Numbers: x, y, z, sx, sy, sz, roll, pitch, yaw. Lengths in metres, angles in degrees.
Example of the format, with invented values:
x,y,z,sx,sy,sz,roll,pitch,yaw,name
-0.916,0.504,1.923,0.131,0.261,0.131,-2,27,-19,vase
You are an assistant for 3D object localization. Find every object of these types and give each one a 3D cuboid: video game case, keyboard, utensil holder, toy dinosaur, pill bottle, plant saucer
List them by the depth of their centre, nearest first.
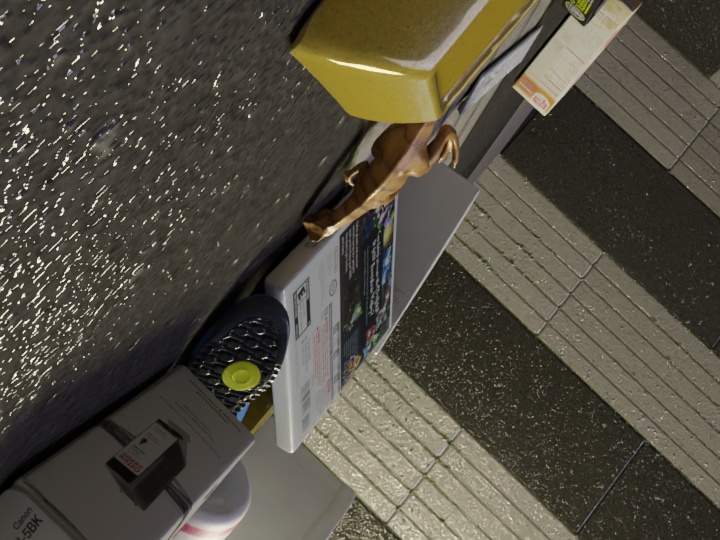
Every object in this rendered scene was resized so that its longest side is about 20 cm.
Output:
x,y,z,sx,sy,sz,roll,pitch,yaw,name
0.063,-0.149,0.433,0.201,0.048,0.200,-50,177,6,plant saucer
0.034,-0.087,0.632,0.201,0.060,0.106,-52,174,33,toy dinosaur
-0.021,0.031,0.793,0.182,0.023,0.203,-49,151,-40,video game case
-0.195,0.240,0.820,0.201,0.113,0.113,-50,176,22,pill bottle
-0.132,0.254,1.049,0.171,0.199,0.170,-48,176,-4,utensil holder
0.165,-0.235,1.052,0.200,0.011,0.056,-46,175,-48,keyboard

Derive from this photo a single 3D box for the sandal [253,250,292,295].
x,y,z,sx,sy,sz,roll,pitch,yaw,name
-0.088,0.064,0.795,0.075,0.048,0.201,-45,174,-45,sandal

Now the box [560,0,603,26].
x,y,z,sx,sy,sz,roll,pitch,yaw,name
0.320,-0.391,1.043,0.201,0.044,0.160,-49,176,2,box

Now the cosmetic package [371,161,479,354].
x,y,z,sx,sy,sz,roll,pitch,yaw,name
0.038,-0.018,0.975,0.202,0.084,0.108,-56,177,-1,cosmetic package

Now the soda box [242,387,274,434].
x,y,z,sx,sy,sz,roll,pitch,yaw,name
-0.093,0.096,0.907,0.201,0.068,0.064,-50,175,16,soda box

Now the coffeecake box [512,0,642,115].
x,y,z,sx,sy,sz,roll,pitch,yaw,name
0.342,-0.356,1.432,0.201,0.073,0.153,-50,177,30,coffeecake box

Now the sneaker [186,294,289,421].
x,y,z,sx,sy,sz,roll,pitch,yaw,name
-0.111,0.081,0.722,0.079,0.065,0.202,-95,-152,-50,sneaker

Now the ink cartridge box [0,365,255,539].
x,y,z,sx,sy,sz,roll,pitch,yaw,name
-0.171,0.167,0.595,0.147,0.083,0.200,-49,177,20,ink cartridge box
